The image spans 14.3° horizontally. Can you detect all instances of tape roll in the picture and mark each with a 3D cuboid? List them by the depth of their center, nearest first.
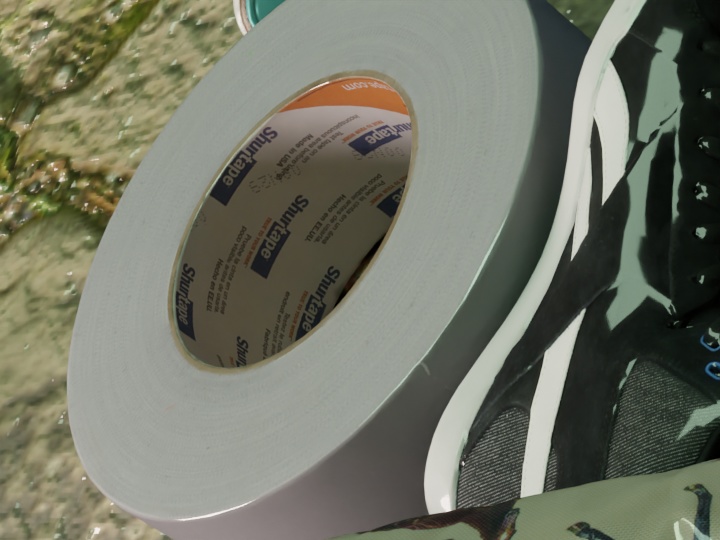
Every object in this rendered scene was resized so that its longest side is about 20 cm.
[{"bbox_3d":[0.000,0.000,0.877,0.200,0.066,0.201,-31,41,31],"label":"tape roll"}]

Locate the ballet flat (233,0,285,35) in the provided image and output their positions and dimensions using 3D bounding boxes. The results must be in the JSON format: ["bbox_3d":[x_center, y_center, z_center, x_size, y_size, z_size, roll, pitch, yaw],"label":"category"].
[{"bbox_3d":[0.039,-0.145,0.968,0.200,0.069,0.070,-43,35,11],"label":"ballet flat"}]

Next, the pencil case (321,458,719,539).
[{"bbox_3d":[0.031,0.097,0.675,0.199,0.078,0.090,-12,31,14],"label":"pencil case"}]

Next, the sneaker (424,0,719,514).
[{"bbox_3d":[0.101,-0.001,0.753,0.112,0.073,0.201,19,85,53],"label":"sneaker"}]
